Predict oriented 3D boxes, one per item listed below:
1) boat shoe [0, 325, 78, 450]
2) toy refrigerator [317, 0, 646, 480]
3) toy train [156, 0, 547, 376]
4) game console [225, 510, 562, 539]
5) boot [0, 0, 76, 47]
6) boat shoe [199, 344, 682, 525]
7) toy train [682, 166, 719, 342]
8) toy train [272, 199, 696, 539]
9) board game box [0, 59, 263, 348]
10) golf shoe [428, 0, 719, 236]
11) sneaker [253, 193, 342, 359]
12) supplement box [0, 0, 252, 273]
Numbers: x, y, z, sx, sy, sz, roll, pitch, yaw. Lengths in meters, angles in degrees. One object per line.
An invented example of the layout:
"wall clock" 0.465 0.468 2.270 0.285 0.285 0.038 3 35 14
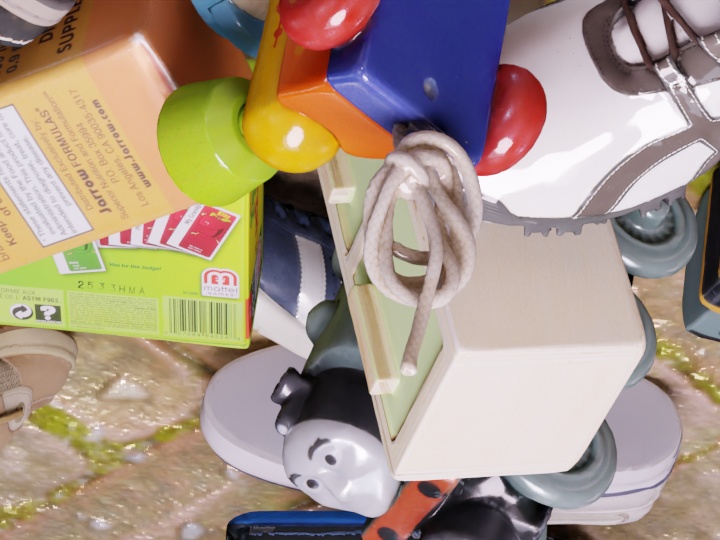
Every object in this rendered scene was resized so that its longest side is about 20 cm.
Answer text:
"boat shoe" -0.168 0.050 1.116 0.071 0.065 0.200 4 180 17
"toy refrigerator" 0.025 -0.039 0.920 0.069 0.201 0.076 -2 147 -20
"toy train" -0.014 -0.045 0.816 0.115 0.201 0.084 -21 136 41
"game console" 0.050 0.168 1.201 0.169 0.119 0.200 -2 168 18
"boot" -0.201 -0.093 0.865 0.199 0.073 0.151 29 118 -19
"boat shoe" 0.032 0.077 1.194 0.198 0.071 0.070 2 141 -5
"toy train" 0.215 0.002 1.061 0.199 0.086 0.114 15 154 -14
"toy train" 0.041 0.018 1.002 0.114 0.201 0.085 29 142 -6
"board game box" -0.135 -0.031 1.005 0.198 0.048 0.102 5 138 2
"golf shoe" 0.103 -0.076 0.846 0.199 0.078 0.095 -18 150 -6
"sneaker" 0.000 0.000 1.104 0.200 0.075 0.085 42 93 -17
"supplement box" -0.137 -0.037 0.919 0.199 0.067 0.069 -20 124 20
